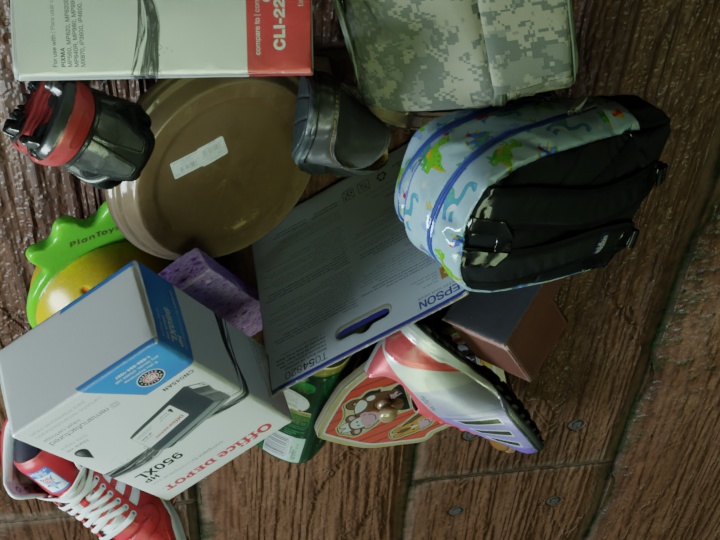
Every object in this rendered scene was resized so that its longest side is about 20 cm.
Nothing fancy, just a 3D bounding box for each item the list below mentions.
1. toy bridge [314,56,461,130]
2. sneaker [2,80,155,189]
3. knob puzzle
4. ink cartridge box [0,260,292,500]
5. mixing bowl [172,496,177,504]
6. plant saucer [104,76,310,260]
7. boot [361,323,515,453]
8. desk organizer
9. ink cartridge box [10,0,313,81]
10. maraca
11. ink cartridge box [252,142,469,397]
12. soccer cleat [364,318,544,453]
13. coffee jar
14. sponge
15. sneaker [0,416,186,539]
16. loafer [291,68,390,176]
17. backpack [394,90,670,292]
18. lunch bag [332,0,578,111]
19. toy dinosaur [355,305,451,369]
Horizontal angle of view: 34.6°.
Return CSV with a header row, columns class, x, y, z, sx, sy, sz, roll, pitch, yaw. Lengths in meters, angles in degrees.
class,x,y,z,sx,sy,sz,roll,pitch,yaw
toy bridge,0.051,-0.146,0.971,0.199,0.067,0.027,0,136,-13
sneaker,-0.210,-0.106,0.873,0.098,0.200,0.071,24,93,-28
knob puzzle,0.051,0.132,1.152,0.219,0.031,0.220,-15,145,-11
ink cartridge box,-0.170,0.097,0.945,0.144,0.084,0.200,-33,144,12
mixing bowl,-0.228,0.136,1.129,0.200,0.200,0.108,33,106,-37
plant saucer,-0.116,-0.087,0.967,0.199,0.029,0.201,-22,136,-23
boot,0.091,0.141,1.267,0.154,0.077,0.201,-16,134,2
desk organizer,0.168,-0.006,1.058,0.200,0.072,0.077,-56,139,-14
ink cartridge box,-0.140,-0.184,0.822,0.199,0.144,0.084,-3,106,-9
maraca,-0.233,0.005,1.027,0.137,0.107,0.200,-27,154,-22
ink cartridge box,0.000,0.000,1.015,0.199,0.201,0.041,-28,135,17
soccer cleat,0.090,0.118,1.074,0.073,0.068,0.200,-45,115,9
coffee jar,-0.052,0.097,1.171,0.085,0.104,0.201,26,133,9
sponge,-0.151,0.047,1.054,0.111,0.030,0.200,-39,160,2
sneaker,-0.230,0.190,0.984,0.071,0.112,0.200,-39,90,8
loafer,-0.012,-0.109,0.880,0.072,0.200,0.073,8,92,1
backpack,0.125,-0.060,0.906,0.200,0.154,0.164,-30,147,-42
lunch bag,0.057,-0.219,0.844,0.167,0.140,0.200,-15,136,3
toy dinosaur,0.058,0.044,1.159,0.077,0.103,0.200,2,145,-32
